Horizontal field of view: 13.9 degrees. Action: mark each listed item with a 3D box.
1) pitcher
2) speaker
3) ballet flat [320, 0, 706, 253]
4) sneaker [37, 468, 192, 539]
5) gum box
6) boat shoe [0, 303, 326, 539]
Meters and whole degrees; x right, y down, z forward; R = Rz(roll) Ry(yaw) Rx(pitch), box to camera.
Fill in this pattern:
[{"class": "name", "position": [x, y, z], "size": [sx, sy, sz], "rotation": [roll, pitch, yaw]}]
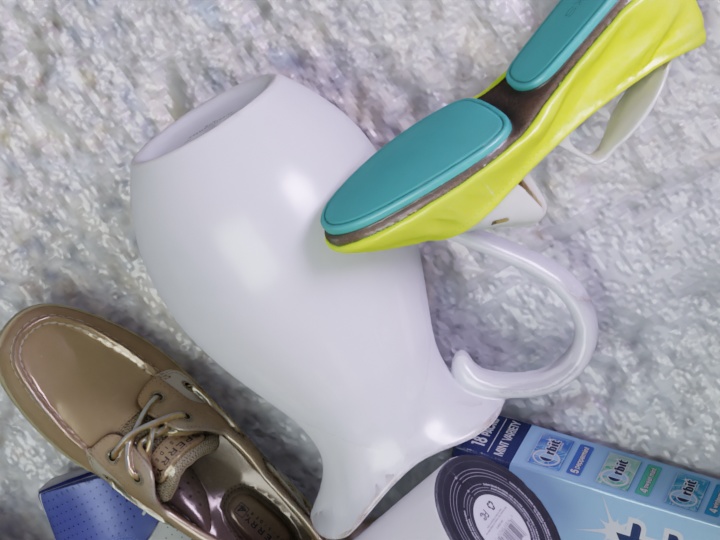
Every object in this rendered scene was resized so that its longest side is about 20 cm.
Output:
[{"class": "pitcher", "position": [0.000, 0.000, 1.378], "size": [0.171, 0.121, 0.200], "rotation": [-30, 103, 6]}, {"class": "speaker", "position": [0.004, 0.173, 1.401], "size": [0.081, 0.081, 0.200], "rotation": [45, 123, -5]}, {"class": "ballet flat", "position": [0.075, -0.061, 1.309], "size": [0.200, 0.067, 0.067], "rotation": [-42, 118, -3]}, {"class": "sneaker", "position": [-0.100, 0.197, 1.501], "size": [0.080, 0.115, 0.200], "rotation": [-22, 105, 26]}, {"class": "gum box", "position": [0.132, 0.175, 1.447], "size": [0.199, 0.045, 0.170], "rotation": [15, 119, 12]}, {"class": "boat shoe", "position": [-0.094, 0.085, 1.461], "size": [0.200, 0.065, 0.071], "rotation": [37, 83, -7]}]
